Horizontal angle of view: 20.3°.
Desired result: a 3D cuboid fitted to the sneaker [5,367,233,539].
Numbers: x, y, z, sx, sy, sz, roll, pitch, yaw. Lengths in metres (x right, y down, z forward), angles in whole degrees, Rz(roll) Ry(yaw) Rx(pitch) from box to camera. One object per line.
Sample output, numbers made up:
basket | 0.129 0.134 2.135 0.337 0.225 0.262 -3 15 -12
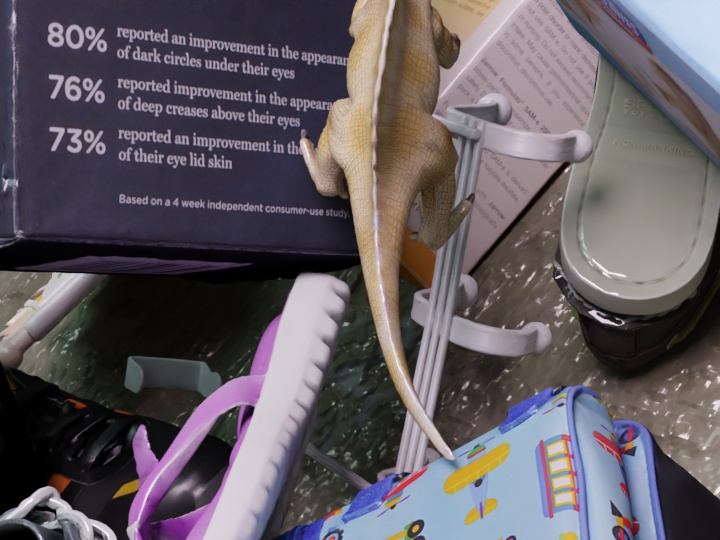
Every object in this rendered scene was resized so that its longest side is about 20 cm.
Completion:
sneaker | -0.127 0.077 0.807 0.070 0.090 0.200 -42 18 -34

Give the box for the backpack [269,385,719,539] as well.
backpack | 0.021 0.151 0.560 0.200 0.135 0.183 -29 35 26

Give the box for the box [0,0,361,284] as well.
box | -0.080 -0.100 0.679 0.104 0.148 0.201 -7 82 50

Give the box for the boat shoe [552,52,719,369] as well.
boat shoe | 0.118 -0.058 0.745 0.072 0.061 0.202 16 59 15

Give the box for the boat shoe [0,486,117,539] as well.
boat shoe | -0.093 0.099 0.629 0.073 0.200 0.062 -11 88 33

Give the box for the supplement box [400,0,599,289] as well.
supplement box | 0.050 -0.099 0.857 0.200 0.074 0.126 -49 34 -4

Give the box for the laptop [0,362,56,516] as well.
laptop | -0.178 0.066 0.733 0.103 0.178 0.200 -20 5 14

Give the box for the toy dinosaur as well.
toy dinosaur | 0.008 -0.040 0.601 0.058 0.101 0.201 5 78 2

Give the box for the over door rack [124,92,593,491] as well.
over door rack | 0.000 0.000 0.743 0.200 0.066 0.148 21 103 48

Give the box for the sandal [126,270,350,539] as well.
sandal | -0.047 0.065 0.619 0.203 0.050 0.083 -67 -7 -62

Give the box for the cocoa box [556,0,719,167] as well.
cocoa box | 0.153 -0.090 0.625 0.131 0.133 0.200 -43 58 3

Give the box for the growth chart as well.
growth chart | -0.113 -0.018 0.929 0.145 0.018 0.200 -43 9 6
